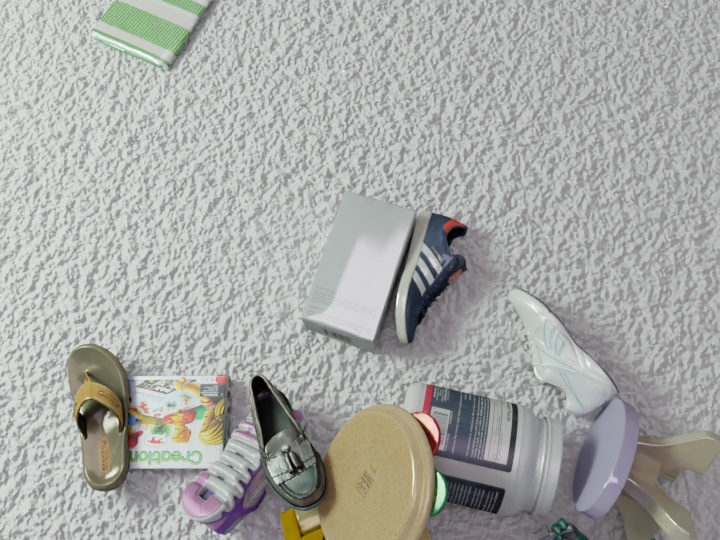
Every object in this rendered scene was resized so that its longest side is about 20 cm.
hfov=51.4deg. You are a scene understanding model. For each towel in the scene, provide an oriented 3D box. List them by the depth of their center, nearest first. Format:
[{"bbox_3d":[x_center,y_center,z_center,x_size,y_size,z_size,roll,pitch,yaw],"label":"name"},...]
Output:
[{"bbox_3d":[-0.334,-0.439,1.242,0.152,0.023,0.201,24,75,9],"label":"towel"}]

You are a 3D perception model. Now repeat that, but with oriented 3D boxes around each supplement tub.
[{"bbox_3d":[0.145,0.231,0.958,0.199,0.140,0.141,12,74,6],"label":"supplement tub"}]

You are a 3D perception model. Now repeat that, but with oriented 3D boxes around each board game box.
[{"bbox_3d":[-0.283,0.211,1.039,0.199,0.035,0.127,-1,74,2],"label":"board game box"}]

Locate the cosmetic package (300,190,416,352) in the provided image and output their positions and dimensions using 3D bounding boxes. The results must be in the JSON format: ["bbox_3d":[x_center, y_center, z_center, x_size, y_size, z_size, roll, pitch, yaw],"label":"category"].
[{"bbox_3d":[0.000,0.000,1.066,0.112,0.081,0.201,19,74,8],"label":"cosmetic package"}]

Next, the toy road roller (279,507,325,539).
[{"bbox_3d":[-0.012,0.380,0.949,0.122,0.146,0.200,-22,36,-4],"label":"toy road roller"}]

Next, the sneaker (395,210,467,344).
[{"bbox_3d":[0.104,0.012,1.059,0.084,0.075,0.201,11,74,11],"label":"sneaker"}]

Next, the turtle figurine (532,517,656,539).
[{"bbox_3d":[0.271,0.375,0.907,0.100,0.199,0.151,4,75,-42],"label":"turtle figurine"}]

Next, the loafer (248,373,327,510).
[{"bbox_3d":[-0.102,0.210,0.936,0.072,0.063,0.200,-27,40,-9],"label":"loafer"}]

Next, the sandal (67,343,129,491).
[{"bbox_3d":[-0.353,0.193,1.001,0.080,0.054,0.201,-12,73,0],"label":"sandal"}]

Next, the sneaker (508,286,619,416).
[{"bbox_3d":[0.260,0.110,1.027,0.080,0.070,0.201,-41,69,12],"label":"sneaker"}]

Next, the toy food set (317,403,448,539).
[{"bbox_3d":[0.022,0.252,0.871,0.049,0.200,0.199,22,85,-36],"label":"toy food set"}]

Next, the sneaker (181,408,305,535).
[{"bbox_3d":[-0.147,0.269,0.998,0.080,0.089,0.200,19,50,36],"label":"sneaker"}]

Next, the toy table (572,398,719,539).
[{"bbox_3d":[0.344,0.254,0.926,0.117,0.184,0.200,28,34,7],"label":"toy table"}]
